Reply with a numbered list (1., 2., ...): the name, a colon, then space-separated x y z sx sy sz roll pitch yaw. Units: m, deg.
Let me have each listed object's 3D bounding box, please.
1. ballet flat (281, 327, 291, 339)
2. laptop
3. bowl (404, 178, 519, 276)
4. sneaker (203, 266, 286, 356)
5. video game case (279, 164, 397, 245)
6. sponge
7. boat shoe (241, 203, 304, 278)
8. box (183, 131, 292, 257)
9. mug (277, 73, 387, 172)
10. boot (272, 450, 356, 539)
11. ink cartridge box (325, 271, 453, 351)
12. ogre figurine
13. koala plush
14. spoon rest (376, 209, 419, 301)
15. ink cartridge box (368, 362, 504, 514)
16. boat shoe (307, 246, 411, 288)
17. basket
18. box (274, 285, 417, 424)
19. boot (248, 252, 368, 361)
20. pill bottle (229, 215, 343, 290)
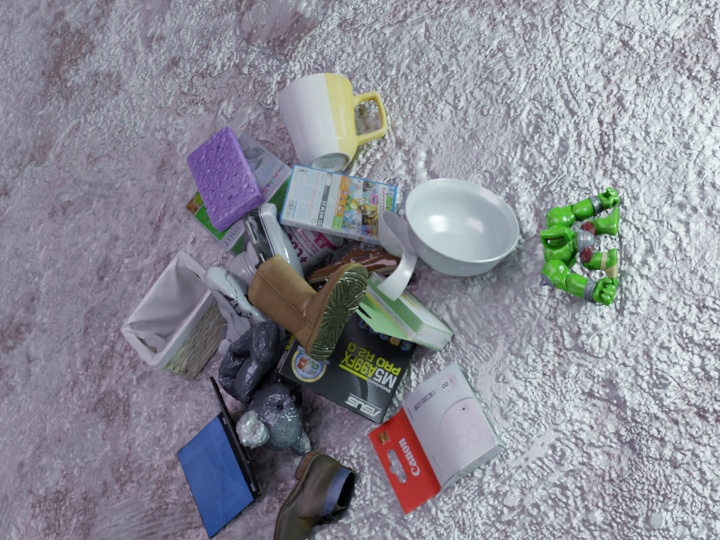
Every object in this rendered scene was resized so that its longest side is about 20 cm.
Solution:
1. ballet flat: -0.056 0.083 1.760 0.198 0.074 0.075 -22 59 27
2. laptop: -0.262 0.330 1.738 0.115 0.201 0.188 -23 55 -12
3. bowl: 0.161 -0.056 1.662 0.198 0.091 0.203 7 44 -7
4. sneaker: -0.235 0.087 1.799 0.115 0.200 0.075 -37 29 19
5. video game case: -0.037 -0.119 1.780 0.197 0.018 0.144 12 48 -2
6. sponge: -0.264 -0.179 1.910 0.111 0.030 0.201 -36 53 12
7. boat shoe: -0.153 -0.017 1.757 0.070 0.072 0.202 -17 93 15
8. box: -0.218 -0.137 1.941 0.201 0.097 0.176 -50 52 1
9. mug: -0.059 -0.279 1.885 0.185 0.149 0.155 -24 66 27
10. boot: -0.077 0.403 1.632 0.096 0.075 0.202 6 70 35
11. ink cartridge box: 0.050 0.060 1.631 0.048 0.199 0.145 -52 54 9
12. ogre figurine: 0.348 -0.041 1.568 0.118 0.098 0.203 1 80 18
13. koala plush: -0.153 0.225 1.707 0.183 0.176 0.202 -34 56 28
14. spoon rest: 0.067 -0.034 1.665 0.060 0.099 0.201 -39 25 29
15. ink cartridge box: 0.113 0.271 1.597 0.199 0.057 0.163 -33 56 8
16. boat shoe: 0.000 0.000 1.774 0.197 0.072 0.069 -7 61 16
17. basket: -0.334 0.091 1.890 0.135 0.123 0.201 38 89 36
18. box: -0.021 0.142 1.652 0.162 0.199 0.044 -64 13 -11
19. boot: -0.091 0.025 1.584 0.200 0.066 0.176 40 105 44
20. pill bottle: -0.140 -0.037 1.838 0.199 0.113 0.114 -37 55 12
